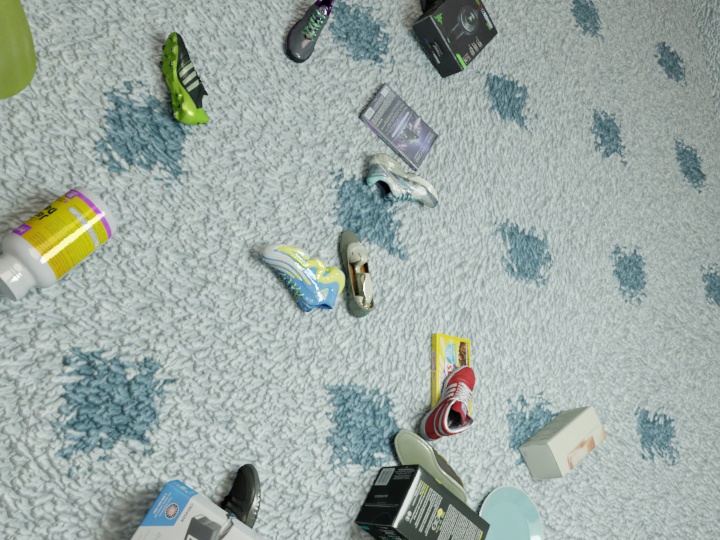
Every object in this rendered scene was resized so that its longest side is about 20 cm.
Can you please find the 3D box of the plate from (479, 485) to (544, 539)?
[{"bbox_3d":[0.331,0.587,1.342,0.197,0.025,0.205,11,68,-28],"label":"plate"}]

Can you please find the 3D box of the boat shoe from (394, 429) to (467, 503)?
[{"bbox_3d":[0.146,0.415,1.270,0.072,0.061,0.202,-41,87,9],"label":"boat shoe"}]

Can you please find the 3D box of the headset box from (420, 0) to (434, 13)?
[{"bbox_3d":[0.268,-0.829,1.786,0.197,0.075,0.152,0,73,-32],"label":"headset box"}]

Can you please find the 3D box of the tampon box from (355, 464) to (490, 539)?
[{"bbox_3d":[0.120,0.492,1.168,0.200,0.149,0.127,42,57,-12],"label":"tampon box"}]

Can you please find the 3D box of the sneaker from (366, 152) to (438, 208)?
[{"bbox_3d":[0.098,-0.196,1.462,0.198,0.077,0.088,29,71,-12],"label":"sneaker"}]

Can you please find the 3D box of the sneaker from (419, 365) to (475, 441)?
[{"bbox_3d":[0.214,0.280,1.296,0.071,0.112,0.201,43,59,-5],"label":"sneaker"}]

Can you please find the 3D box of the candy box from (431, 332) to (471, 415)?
[{"bbox_3d":[0.210,0.252,1.388,0.100,0.026,0.204,13,66,-24],"label":"candy box"}]

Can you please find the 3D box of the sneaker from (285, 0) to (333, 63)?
[{"bbox_3d":[-0.120,-0.594,1.450,0.074,0.087,0.203,29,60,-19],"label":"sneaker"}]

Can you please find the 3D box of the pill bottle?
[{"bbox_3d":[-0.512,-0.043,0.995,0.104,0.104,0.201,46,55,-9],"label":"pill bottle"}]

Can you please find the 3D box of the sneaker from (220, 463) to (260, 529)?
[{"bbox_3d":[-0.225,0.429,1.023,0.081,0.073,0.204,22,62,-21],"label":"sneaker"}]

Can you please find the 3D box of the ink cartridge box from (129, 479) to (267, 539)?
[{"bbox_3d":[-0.255,0.447,0.939,0.198,0.084,0.146,31,72,3],"label":"ink cartridge box"}]

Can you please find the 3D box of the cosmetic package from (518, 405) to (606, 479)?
[{"bbox_3d":[0.492,0.417,1.458,0.198,0.103,0.089,-22,83,-34],"label":"cosmetic package"}]

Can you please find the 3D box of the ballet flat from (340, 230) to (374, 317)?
[{"bbox_3d":[0.000,0.000,1.325,0.066,0.063,0.204,3,71,-31],"label":"ballet flat"}]

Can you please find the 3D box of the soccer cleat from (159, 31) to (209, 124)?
[{"bbox_3d":[-0.363,-0.395,1.249,0.080,0.067,0.204,1,72,-50],"label":"soccer cleat"}]

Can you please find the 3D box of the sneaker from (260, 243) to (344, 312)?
[{"bbox_3d":[-0.120,0.021,1.235,0.197,0.075,0.107,21,63,-25],"label":"sneaker"}]

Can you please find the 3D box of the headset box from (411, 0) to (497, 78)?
[{"bbox_3d":[0.258,-0.665,1.667,0.200,0.092,0.175,-48,115,-21],"label":"headset box"}]

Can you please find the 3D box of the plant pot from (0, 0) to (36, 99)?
[{"bbox_3d":[-0.636,-0.420,0.996,0.184,0.199,0.191,11,66,-27],"label":"plant pot"}]

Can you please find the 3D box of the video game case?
[{"bbox_3d":[0.102,-0.371,1.551,0.199,0.019,0.144,42,56,-14],"label":"video game case"}]
